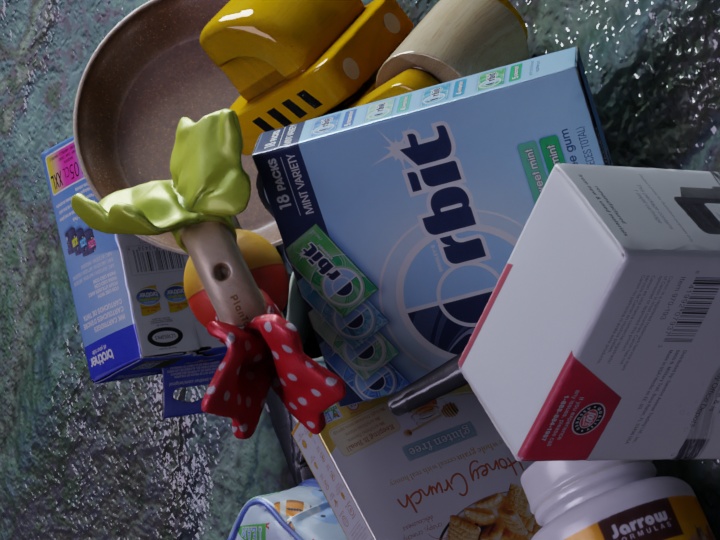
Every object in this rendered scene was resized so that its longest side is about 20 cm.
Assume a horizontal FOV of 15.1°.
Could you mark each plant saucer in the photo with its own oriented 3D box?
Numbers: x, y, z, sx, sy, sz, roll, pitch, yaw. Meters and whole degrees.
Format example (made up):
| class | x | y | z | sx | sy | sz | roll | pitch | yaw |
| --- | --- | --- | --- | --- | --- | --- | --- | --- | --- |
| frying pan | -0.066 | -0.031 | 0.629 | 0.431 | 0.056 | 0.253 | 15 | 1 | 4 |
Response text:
| class | x | y | z | sx | sy | sz | roll | pitch | yaw |
| --- | --- | --- | --- | --- | --- | --- | --- | --- | --- |
| plant saucer | -0.093 | -0.097 | 1.835 | 0.037 | 0.200 | 0.201 | 83 | 164 | -69 |

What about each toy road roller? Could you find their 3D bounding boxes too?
| class | x | y | z | sx | sy | sz | roll | pitch | yaw |
| --- | --- | --- | --- | --- | --- | --- | --- | --- | --- |
| toy road roller | -0.009 | -0.130 | 1.703 | 0.200 | 0.123 | 0.146 | -27 | 107 | 43 |

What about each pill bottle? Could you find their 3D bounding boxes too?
| class | x | y | z | sx | sy | sz | roll | pitch | yaw |
| --- | --- | --- | --- | --- | --- | --- | --- | --- | --- |
| pill bottle | 0.167 | 0.197 | 1.591 | 0.109 | 0.109 | 0.201 | -42 | 64 | 44 |

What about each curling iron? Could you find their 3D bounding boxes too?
| class | x | y | z | sx | sy | sz | roll | pitch | yaw |
| --- | --- | --- | --- | --- | --- | --- | --- | --- | --- |
| curling iron | 0.105 | 0.045 | 1.600 | 0.199 | 0.026 | 0.050 | -23 | 112 | 15 |

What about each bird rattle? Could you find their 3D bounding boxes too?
| class | x | y | z | sx | sy | sz | roll | pitch | yaw |
| --- | --- | --- | --- | --- | --- | --- | --- | --- | --- |
| bird rattle | -0.069 | 0.008 | 1.609 | 0.112 | 0.163 | 0.200 | -35 | 82 | 4 |

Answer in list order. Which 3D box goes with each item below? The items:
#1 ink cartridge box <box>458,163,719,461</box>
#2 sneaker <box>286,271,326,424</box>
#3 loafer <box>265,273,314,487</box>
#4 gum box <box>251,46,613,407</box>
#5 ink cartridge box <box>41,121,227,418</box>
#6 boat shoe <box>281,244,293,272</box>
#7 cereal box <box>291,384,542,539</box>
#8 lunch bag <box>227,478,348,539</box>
| class | x | y | z | sx | sy | sz | roll | pitch | yaw |
| --- | --- | --- | --- | --- | --- | --- | --- | --- | --- |
| ink cartridge box | 0.176 | 0.025 | 1.488 | 0.083 | 0.199 | 0.146 | 56 | 133 | 42 |
| sneaker | 0.000 | 0.000 | 1.724 | 0.074 | 0.089 | 0.201 | 8 | 62 | 24 |
| loafer | -0.027 | 0.097 | 1.851 | 0.070 | 0.068 | 0.201 | 103 | 146 | -84 |
| gum box | 0.057 | -0.024 | 1.615 | 0.199 | 0.045 | 0.171 | -15 | 110 | 11 |
| ink cartridge box | -0.130 | -0.001 | 1.896 | 0.076 | 0.136 | 0.201 | -26 | 74 | 51 |
| boat shoe | 0.007 | 0.054 | 1.793 | 0.200 | 0.068 | 0.084 | 53 | 131 | 31 |
| cereal box | 0.065 | 0.154 | 1.667 | 0.201 | 0.143 | 0.040 | 60 | 149 | 19 |
| lunch bag | -0.019 | 0.242 | 1.773 | 0.200 | 0.075 | 0.161 | 42 | 126 | 29 |
